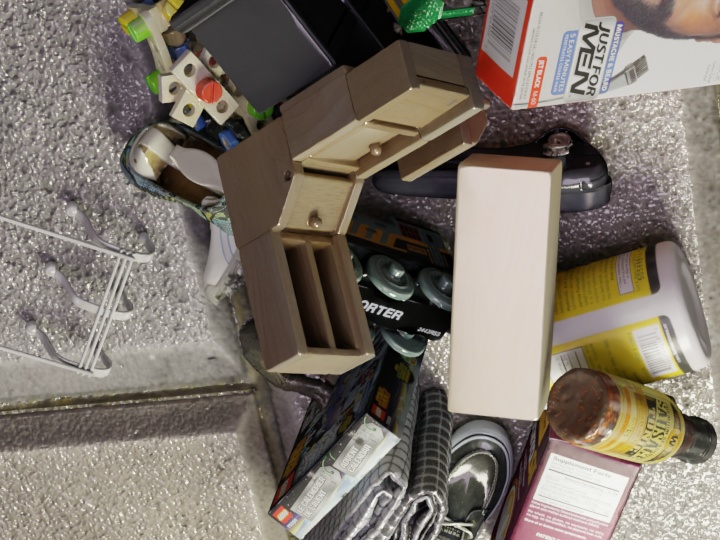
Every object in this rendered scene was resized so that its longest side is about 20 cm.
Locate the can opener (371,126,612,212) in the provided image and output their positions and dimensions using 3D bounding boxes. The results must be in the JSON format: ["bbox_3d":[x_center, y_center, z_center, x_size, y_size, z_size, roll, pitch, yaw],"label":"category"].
[{"bbox_3d":[0.108,-0.078,1.507,0.199,0.063,0.079,1,119,8],"label":"can opener"}]

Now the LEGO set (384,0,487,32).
[{"bbox_3d":[0.089,-0.272,1.376,0.199,0.116,0.154,-16,141,-17],"label":"LEGO set"}]

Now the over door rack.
[{"bbox_3d":[-0.297,0.009,1.607,0.199,0.067,0.148,11,122,-21],"label":"over door rack"}]

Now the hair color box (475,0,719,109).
[{"bbox_3d":[0.194,-0.192,1.373,0.199,0.064,0.111,-10,127,-26],"label":"hair color box"}]

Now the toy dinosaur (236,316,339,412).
[{"bbox_3d":[-0.064,0.070,1.531,0.102,0.200,0.077,24,100,0],"label":"toy dinosaur"}]

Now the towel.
[{"bbox_3d":[0.014,0.214,1.624,0.085,0.166,0.200,25,119,-10],"label":"towel"}]

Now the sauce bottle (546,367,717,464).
[{"bbox_3d":[0.230,0.125,1.500,0.066,0.066,0.200,-42,146,26],"label":"sauce bottle"}]

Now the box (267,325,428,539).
[{"bbox_3d":[-0.006,0.123,1.556,0.040,0.200,0.137,37,117,-9],"label":"box"}]

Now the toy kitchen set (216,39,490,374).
[{"bbox_3d":[0.032,-0.041,1.357,0.200,0.163,0.181,-29,67,39],"label":"toy kitchen set"}]

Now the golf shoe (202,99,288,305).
[{"bbox_3d":[-0.102,-0.068,1.555,0.097,0.078,0.201,34,117,13],"label":"golf shoe"}]

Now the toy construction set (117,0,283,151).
[{"bbox_3d":[-0.123,-0.163,1.434,0.092,0.200,0.132,-25,122,-5],"label":"toy construction set"}]

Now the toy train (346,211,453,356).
[{"bbox_3d":[0.000,0.000,1.504,0.199,0.114,0.085,16,127,-34],"label":"toy train"}]

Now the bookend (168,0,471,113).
[{"bbox_3d":[-0.024,-0.177,1.393,0.092,0.200,0.199,-29,110,29],"label":"bookend"}]

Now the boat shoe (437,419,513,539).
[{"bbox_3d":[0.086,0.230,1.673,0.072,0.071,0.201,21,119,-3],"label":"boat shoe"}]

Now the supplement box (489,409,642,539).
[{"bbox_3d":[0.179,0.208,1.624,0.085,0.110,0.201,17,119,-1],"label":"supplement box"}]

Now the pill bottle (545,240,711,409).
[{"bbox_3d":[0.186,0.054,1.539,0.199,0.111,0.112,-17,115,17],"label":"pill bottle"}]

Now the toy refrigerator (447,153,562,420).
[{"bbox_3d":[0.116,0.011,1.458,0.076,0.070,0.201,4,103,14],"label":"toy refrigerator"}]

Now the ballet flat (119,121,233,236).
[{"bbox_3d":[-0.142,-0.088,1.486,0.200,0.074,0.075,24,129,41],"label":"ballet flat"}]
